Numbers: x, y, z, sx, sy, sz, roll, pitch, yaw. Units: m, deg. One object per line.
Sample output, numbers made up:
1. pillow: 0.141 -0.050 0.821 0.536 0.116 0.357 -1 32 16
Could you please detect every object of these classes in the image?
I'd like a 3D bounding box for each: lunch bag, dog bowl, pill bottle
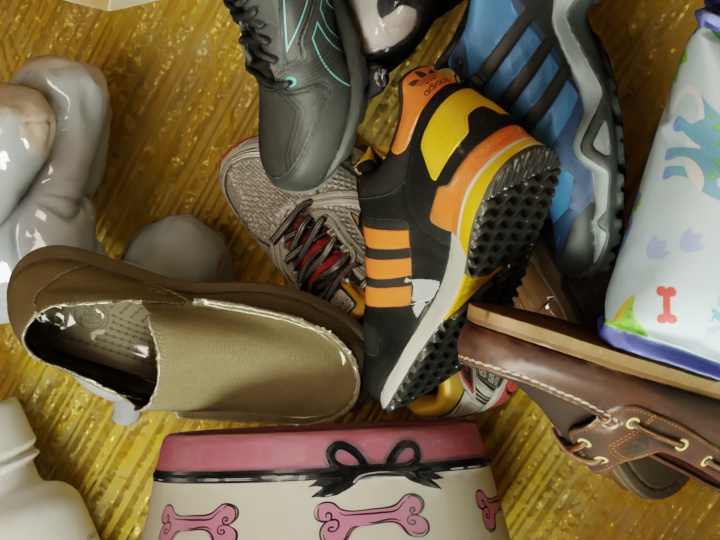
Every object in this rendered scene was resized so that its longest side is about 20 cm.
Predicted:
1. lunch bag: 0.231 -0.022 1.284 0.200 0.127 0.170 18 104 5
2. dog bowl: -0.020 0.118 1.416 0.200 0.200 0.074 -3 87 29
3. pill bottle: -0.203 0.182 1.569 0.114 0.114 0.200 -23 91 31

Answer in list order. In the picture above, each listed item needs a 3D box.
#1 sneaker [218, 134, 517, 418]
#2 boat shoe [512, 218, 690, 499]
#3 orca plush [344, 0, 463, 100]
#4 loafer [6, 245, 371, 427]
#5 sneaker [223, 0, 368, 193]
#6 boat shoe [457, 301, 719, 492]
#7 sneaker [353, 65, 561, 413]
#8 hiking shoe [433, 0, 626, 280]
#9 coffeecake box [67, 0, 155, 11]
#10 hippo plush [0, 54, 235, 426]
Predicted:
1. sneaker: 0.000 0.000 1.433 0.200 0.082 0.078 42 118 14
2. boat shoe: 0.115 0.023 1.392 0.068 0.072 0.200 -2 111 59
3. orca plush: 0.023 -0.158 1.395 0.105 0.071 0.200 56 136 34
4. loafer: -0.089 0.044 1.381 0.200 0.067 0.076 11 119 2
5. sneaker: -0.043 -0.136 1.361 0.075 0.079 0.200 21 113 50
6. boat shoe: 0.129 0.068 1.321 0.070 0.200 0.070 31 102 61
7. sneaker: 0.031 -0.017 1.318 0.090 0.070 0.200 46 143 20
8. hiking shoe: 0.081 -0.092 1.311 0.087 0.074 0.200 -8 96 5
9. coffeecake box: -0.092 -0.223 1.359 0.073 0.200 0.154 16 109 25
10. hippo plush: -0.151 -0.010 1.461 0.161 0.200 0.159 33 138 9
